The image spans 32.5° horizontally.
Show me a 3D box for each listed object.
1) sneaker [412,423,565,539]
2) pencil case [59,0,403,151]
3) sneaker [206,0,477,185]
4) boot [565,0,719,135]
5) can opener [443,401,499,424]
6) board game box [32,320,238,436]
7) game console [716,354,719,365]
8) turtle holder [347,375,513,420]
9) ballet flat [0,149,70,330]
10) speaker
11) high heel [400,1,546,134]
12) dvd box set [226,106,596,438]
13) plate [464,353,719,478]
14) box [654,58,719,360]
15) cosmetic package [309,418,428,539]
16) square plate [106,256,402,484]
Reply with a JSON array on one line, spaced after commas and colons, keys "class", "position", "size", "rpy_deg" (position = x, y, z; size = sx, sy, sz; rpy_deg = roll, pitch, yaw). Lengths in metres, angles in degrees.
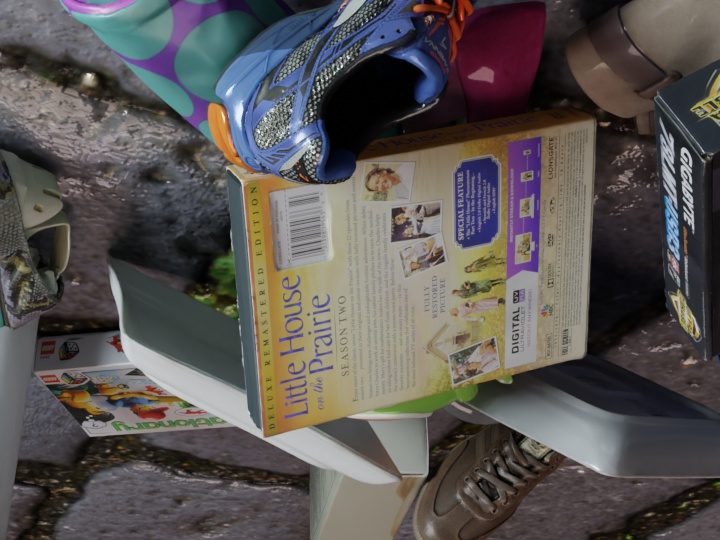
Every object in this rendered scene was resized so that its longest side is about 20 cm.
[{"class": "sneaker", "position": [0.119, 0.143, 0.971], "size": [0.070, 0.200, 0.076], "rpy_deg": [45, 156, 9]}, {"class": "pencil case", "position": [-0.059, -0.108, 0.628], "size": [0.085, 0.093, 0.200], "rpy_deg": [-19, 142, 25]}, {"class": "sneaker", "position": [0.023, -0.112, 0.568], "size": [0.200, 0.078, 0.075], "rpy_deg": [-50, 137, -3]}, {"class": "boot", "position": [0.172, -0.131, 0.615], "size": [0.146, 0.071, 0.200], "rpy_deg": [-15, 145, 27]}, {"class": "can opener", "position": [0.035, 0.063, 0.937], "size": [0.199, 0.067, 0.053], "rpy_deg": [17, 146, -16]}, {"class": "board game box", "position": [-0.147, 0.089, 1.002], "size": [0.199, 0.035, 0.126], "rpy_deg": [-5, 148, 9]}, {"class": "game console", "position": [0.312, 0.009, 0.788], "size": [0.170, 0.119, 0.200], "rpy_deg": [-12, 147, 19]}, {"class": "turtle holder", "position": [0.003, 0.009, 0.752], "size": [0.131, 0.141, 0.186], "rpy_deg": [-20, 132, 1]}, {"class": "ballet flat", "position": [-0.223, -0.034, 0.793], "size": [0.072, 0.072, 0.201], "rpy_deg": [2, 148, -3]}, {"class": "speaker", "position": [-0.275, 0.101, 0.866], "size": [0.081, 0.201, 0.081], "rpy_deg": [0, 148, 0]}, {"class": "high heel", "position": [0.093, -0.072, 0.716], "size": [0.096, 0.068, 0.200], "rpy_deg": [-22, 147, 17]}, {"class": "dvd box set", "position": [0.032, -0.001, 0.658], "size": [0.199, 0.029, 0.147], "rpy_deg": [-13, 116, -19]}, {"class": "plate", "position": [0.155, 0.088, 0.841], "size": [0.199, 0.032, 0.200], "rpy_deg": [9, -169, -42]}, {"class": "box", "position": [0.244, -0.059, 0.615], "size": [0.199, 0.050, 0.199], "rpy_deg": [-28, 146, -3]}, {"class": "cosmetic package", "position": [0.003, 0.167, 1.062], "size": [0.071, 0.106, 0.200], "rpy_deg": [4, 150, -9]}, {"class": "square plate", "position": [-0.081, 0.067, 0.818], "size": [0.198, 0.200, 0.029], "rpy_deg": [29, 95, -19]}]
